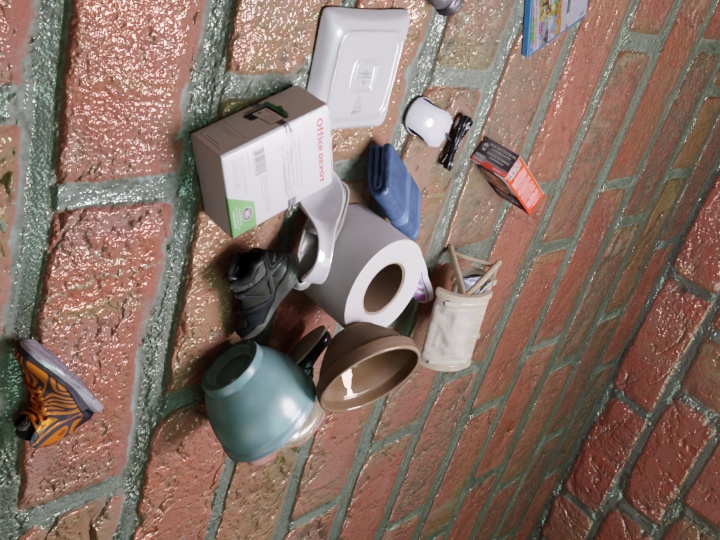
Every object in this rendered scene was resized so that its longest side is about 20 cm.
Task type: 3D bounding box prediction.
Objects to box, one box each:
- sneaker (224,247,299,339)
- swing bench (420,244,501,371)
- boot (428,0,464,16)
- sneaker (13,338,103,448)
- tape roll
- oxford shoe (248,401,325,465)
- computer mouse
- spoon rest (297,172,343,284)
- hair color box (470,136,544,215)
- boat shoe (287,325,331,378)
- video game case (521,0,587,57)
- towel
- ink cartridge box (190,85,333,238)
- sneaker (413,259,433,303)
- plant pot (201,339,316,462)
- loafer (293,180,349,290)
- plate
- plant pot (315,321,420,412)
[{"bbox_3d":[-0.188,0.034,1.312,0.112,0.078,0.200,18,135,-22],"label":"sneaker"},{"bbox_3d":[0.219,0.091,1.742,0.201,0.126,0.203,-65,170,-55],"label":"swing bench"},{"bbox_3d":[0.153,-0.521,1.253,0.131,0.069,0.203,24,96,-51],"label":"boot"},{"bbox_3d":[-0.448,0.185,1.107,0.112,0.077,0.202,-43,145,-17],"label":"sneaker"},{"bbox_3d":[0.000,0.000,1.451,0.201,0.138,0.206,-32,142,-30],"label":"tape roll"},{"bbox_3d":[-0.153,0.319,1.605,0.198,0.070,0.075,-32,138,-31],"label":"oxford shoe"},{"bbox_3d":[0.150,-0.264,1.492,0.198,0.044,0.111,15,108,-55],"label":"computer mouse"},{"bbox_3d":[-0.068,-0.085,1.277,0.097,0.060,0.206,8,70,-31],"label":"spoon rest"},{"bbox_3d":[0.322,-0.203,1.711,0.062,0.101,0.199,-53,146,1],"label":"hair color box"},{"bbox_3d":[-0.121,0.195,1.517,0.063,0.074,0.203,38,92,-17],"label":"boat shoe"},{"bbox_3d":[0.397,-0.539,1.584,0.199,0.018,0.145,-38,144,-24],"label":"video game case"},{"bbox_3d":[0.063,-0.141,1.450,0.200,0.047,0.115,47,43,-59],"label":"towel"},{"bbox_3d":[-0.141,-0.165,1.176,0.198,0.084,0.149,-32,141,-30],"label":"ink cartridge box"},{"bbox_3d":[0.089,0.027,1.668,0.112,0.074,0.201,-29,149,-2],"label":"sneaker"},{"bbox_3d":[-0.193,0.209,1.371,0.200,0.199,0.135,-43,119,-15],"label":"plant pot"},{"bbox_3d":[-0.068,-0.061,1.342,0.069,0.070,0.205,23,84,-14],"label":"loafer"},{"bbox_3d":[-0.001,-0.316,1.268,0.197,0.032,0.204,-17,132,-44],"label":"plate"},{"bbox_3d":[0.001,0.157,1.392,0.197,0.094,0.203,-23,151,-13],"label":"plant pot"}]
